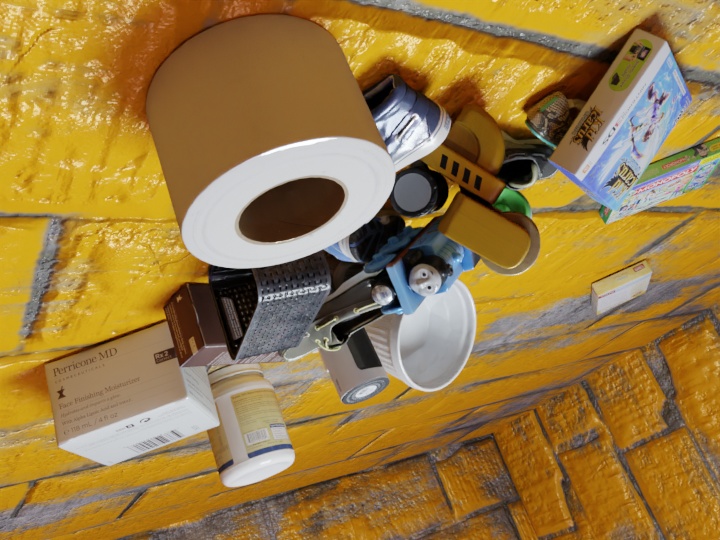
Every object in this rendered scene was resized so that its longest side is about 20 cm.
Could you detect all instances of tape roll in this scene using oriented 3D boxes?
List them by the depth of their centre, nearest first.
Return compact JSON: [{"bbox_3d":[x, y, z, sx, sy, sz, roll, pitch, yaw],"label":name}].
[{"bbox_3d":[-0.084,-0.111,0.654,0.202,0.139,0.203,-18,156,-8],"label":"tape roll"}]

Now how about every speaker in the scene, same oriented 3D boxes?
[{"bbox_3d":[0.214,-0.067,1.055,0.088,0.089,0.200,-26,168,9],"label":"speaker"},{"bbox_3d":[-0.031,0.100,1.090,0.081,0.200,0.081,-20,152,-11],"label":"speaker"}]

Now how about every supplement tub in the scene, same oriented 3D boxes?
[{"bbox_3d":[-0.219,0.290,1.338,0.144,0.200,0.145,-18,157,-8],"label":"supplement tub"}]

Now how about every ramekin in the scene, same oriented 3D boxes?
[{"bbox_3d":[0.099,0.099,1.221,0.200,0.201,0.105,0,-172,-42],"label":"ramekin"}]

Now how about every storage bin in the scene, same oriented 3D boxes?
[{"bbox_3d":[-0.121,0.013,0.895,0.093,0.136,0.200,-10,154,-26],"label":"storage bin"}]

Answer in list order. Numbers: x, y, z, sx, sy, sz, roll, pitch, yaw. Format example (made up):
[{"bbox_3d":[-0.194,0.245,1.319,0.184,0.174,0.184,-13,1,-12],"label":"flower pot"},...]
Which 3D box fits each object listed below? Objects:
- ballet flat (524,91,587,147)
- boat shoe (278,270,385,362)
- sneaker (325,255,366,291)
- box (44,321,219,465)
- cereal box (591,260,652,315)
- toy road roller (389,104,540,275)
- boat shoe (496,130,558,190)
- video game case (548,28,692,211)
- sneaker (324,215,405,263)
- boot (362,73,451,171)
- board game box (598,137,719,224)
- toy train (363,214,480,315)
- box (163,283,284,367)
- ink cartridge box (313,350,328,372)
[{"bbox_3d":[0.285,-0.181,0.935,0.075,0.068,0.200,-41,148,19],"label":"ballet flat"},{"bbox_3d":[-0.039,0.075,0.995,0.201,0.060,0.072,-35,149,17],"label":"boat shoe"},{"bbox_3d":[0.000,0.000,1.084,0.200,0.075,0.071,12,97,-59],"label":"sneaker"},{"bbox_3d":[-0.350,0.198,1.107,0.198,0.131,0.200,-20,157,-5],"label":"box"},{"bbox_3d":[0.664,0.047,1.806,0.144,0.040,0.200,-26,157,7],"label":"cereal box"},{"bbox_3d":[0.139,-0.100,0.822,0.146,0.200,0.123,-59,172,13],"label":"toy road roller"},{"bbox_3d":[0.212,-0.139,0.951,0.201,0.066,0.072,4,144,-48],"label":"boat shoe"},{"bbox_3d":[0.340,-0.182,0.906,0.200,0.045,0.182,15,111,-55],"label":"video game case"},{"bbox_3d":[0.007,-0.047,0.989,0.077,0.076,0.200,10,180,25],"label":"sneaker"},{"bbox_3d":[-0.004,-0.137,0.781,0.200,0.073,0.090,-35,136,30],"label":"boot"},{"bbox_3d":[0.534,-0.156,1.255,0.199,0.029,0.135,-21,158,-2],"label":"board game box"},{"bbox_3d":[0.085,-0.013,0.923,0.114,0.087,0.200,-16,-166,31],"label":"toy train"},{"bbox_3d":[-0.179,0.082,1.045,0.075,0.100,0.200,-37,153,32],"label":"box"},{"bbox_3d":[-0.009,0.129,1.342,0.116,0.068,0.200,-11,155,-26],"label":"ink cartridge box"}]
